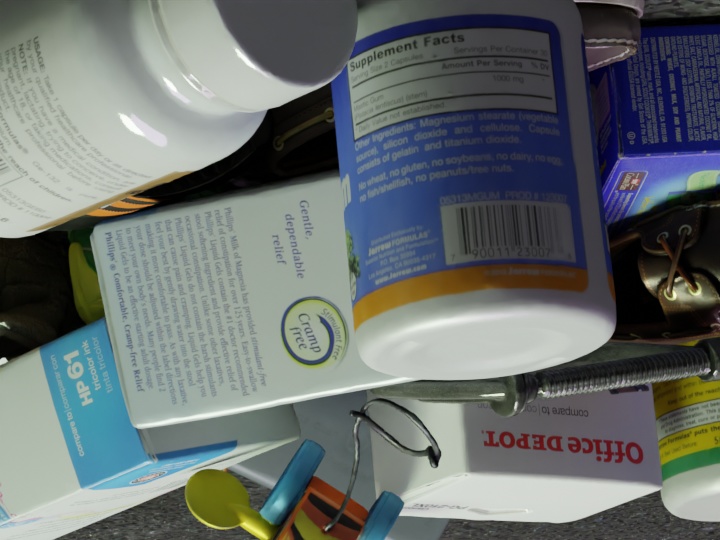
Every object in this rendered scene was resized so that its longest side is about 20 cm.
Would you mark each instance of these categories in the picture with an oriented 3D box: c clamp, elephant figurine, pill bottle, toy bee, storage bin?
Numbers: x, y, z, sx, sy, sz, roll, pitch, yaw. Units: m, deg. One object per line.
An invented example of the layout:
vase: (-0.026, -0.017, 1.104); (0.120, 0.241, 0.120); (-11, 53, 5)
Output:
c clamp: (0.112, 0.047, 1.403); (0.200, 0.027, 0.171); (-6, -174, -26)
elephant figurine: (-0.209, 0.005, 1.555); (0.200, 0.142, 0.155); (-3, -165, -16)
pill bottle: (-0.101, -0.092, 1.242); (0.200, 0.115, 0.114); (-19, 159, 41)
toy bee: (-0.035, 0.139, 1.480); (0.131, 0.109, 0.200); (25, 155, 19)
pill bottle: (0.044, -0.062, 1.235); (0.112, 0.200, 0.112); (-5, 164, -2)
storage bin: (-0.028, 0.096, 1.710); (0.200, 0.146, 0.134); (27, -175, -16)
pill bottle: (0.215, 0.033, 1.627); (0.113, 0.200, 0.113); (-4, 164, -1)

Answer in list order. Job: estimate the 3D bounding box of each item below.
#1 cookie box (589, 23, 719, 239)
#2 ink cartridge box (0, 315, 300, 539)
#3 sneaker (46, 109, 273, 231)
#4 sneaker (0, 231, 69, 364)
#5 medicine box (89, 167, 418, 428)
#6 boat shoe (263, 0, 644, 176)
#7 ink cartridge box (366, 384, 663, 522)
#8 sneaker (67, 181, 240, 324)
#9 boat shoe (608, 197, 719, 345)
cookie box: (0.215, -0.068, 1.497); (0.200, 0.075, 0.171); (-3, 164, -6)
ink cartridge box: (-0.157, 0.090, 1.539); (0.200, 0.085, 0.144); (-25, 170, 29)
sneaker: (-0.116, -0.063, 1.452); (0.200, 0.070, 0.090); (-13, 175, 31)
sneaker: (-0.186, 0.009, 1.691); (0.200, 0.075, 0.087); (-19, 149, 21)
medicine box: (0.000, 0.000, 1.409); (0.200, 0.103, 0.182); (-12, -177, 19)
boat shoe: (0.043, -0.091, 1.391); (0.200, 0.060, 0.072); (-10, 164, 17)
ink cartridge box: (0.078, 0.030, 1.571); (0.145, 0.200, 0.084); (6, 161, -36)
sneaker: (-0.075, -0.026, 1.566); (0.200, 0.084, 0.074); (-16, 175, -44)
boat shoe: (0.169, 0.003, 1.463); (0.070, 0.071, 0.200); (0, 165, -31)
